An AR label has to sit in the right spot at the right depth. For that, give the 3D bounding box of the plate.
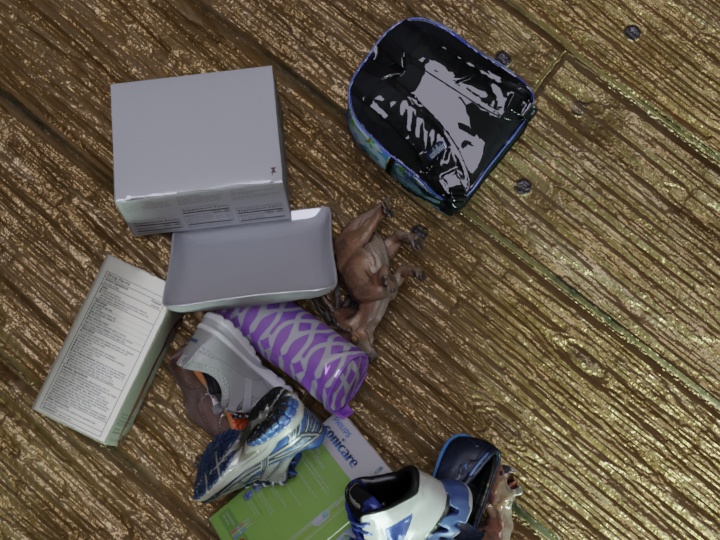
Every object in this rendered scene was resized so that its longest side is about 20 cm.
[{"bbox_3d":[-0.127,-0.008,1.401,0.197,0.201,0.033,-6,120,-1],"label":"plate"}]

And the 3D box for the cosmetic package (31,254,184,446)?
[{"bbox_3d":[-0.292,0.097,1.411,0.103,0.087,0.201,25,82,7],"label":"cosmetic package"}]

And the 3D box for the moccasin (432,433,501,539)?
[{"bbox_3d":[0.101,0.278,1.296,0.068,0.080,0.202,5,75,39],"label":"moccasin"}]

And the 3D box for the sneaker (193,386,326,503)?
[{"bbox_3d":[-0.113,0.215,1.327,0.085,0.200,0.077,33,38,-23],"label":"sneaker"}]

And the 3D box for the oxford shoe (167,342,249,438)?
[{"bbox_3d":[-0.159,0.174,1.416,0.073,0.071,0.201,-30,88,33],"label":"oxford shoe"}]

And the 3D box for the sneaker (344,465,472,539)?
[{"bbox_3d":[0.014,0.276,1.239,0.115,0.081,0.200,36,96,-29],"label":"sneaker"}]

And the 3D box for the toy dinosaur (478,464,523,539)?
[{"bbox_3d":[0.116,0.320,1.366,0.199,0.086,0.136,-34,81,-1],"label":"toy dinosaur"}]

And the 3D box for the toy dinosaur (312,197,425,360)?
[{"bbox_3d":[0.000,0.000,1.426,0.135,0.086,0.202,-23,58,32],"label":"toy dinosaur"}]

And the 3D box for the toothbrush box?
[{"bbox_3d":[-0.050,0.280,1.338,0.200,0.086,0.146,-41,39,-6],"label":"toothbrush box"}]

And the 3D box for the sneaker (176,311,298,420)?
[{"bbox_3d":[-0.136,0.141,1.364,0.082,0.075,0.200,-47,114,-18],"label":"sneaker"}]

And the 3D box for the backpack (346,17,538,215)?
[{"bbox_3d":[0.085,-0.185,1.427,0.199,0.147,0.183,38,83,4],"label":"backpack"}]

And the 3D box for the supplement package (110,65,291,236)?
[{"bbox_3d":[-0.191,-0.143,1.432,0.198,0.111,0.157,-6,70,-1],"label":"supplement package"}]

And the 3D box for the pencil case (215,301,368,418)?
[{"bbox_3d":[-0.083,0.087,1.385,0.199,0.084,0.086,32,119,29],"label":"pencil case"}]
